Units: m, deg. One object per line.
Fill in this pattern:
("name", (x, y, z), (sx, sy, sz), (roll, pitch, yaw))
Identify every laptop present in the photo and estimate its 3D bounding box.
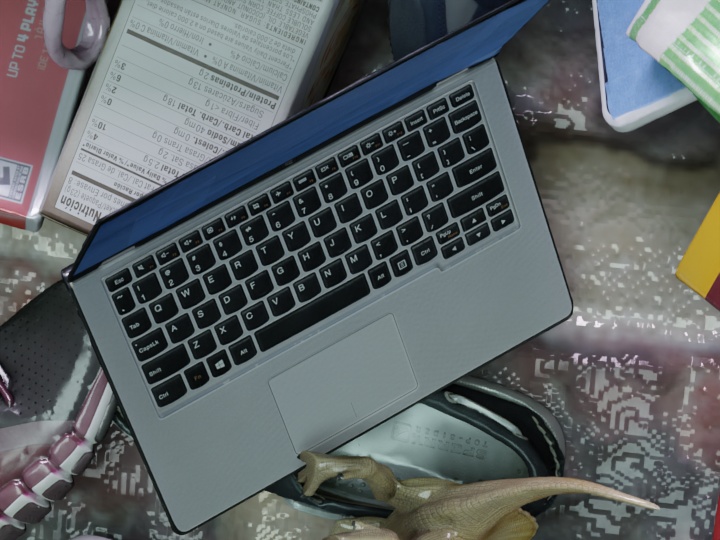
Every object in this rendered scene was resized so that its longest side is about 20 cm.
("laptop", (0.000, 0.000, 0.980), (0.187, 0.116, 0.201), (-28, 122, -13))

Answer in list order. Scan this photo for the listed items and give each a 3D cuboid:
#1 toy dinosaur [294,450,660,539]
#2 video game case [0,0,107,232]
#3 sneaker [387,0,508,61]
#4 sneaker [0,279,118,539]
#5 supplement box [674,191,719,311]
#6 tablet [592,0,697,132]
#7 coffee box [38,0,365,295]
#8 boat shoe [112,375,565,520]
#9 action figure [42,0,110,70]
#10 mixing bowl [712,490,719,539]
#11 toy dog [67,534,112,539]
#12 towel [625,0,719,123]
("toy dinosaur", (0.028, 0.098, 1.048), (0.101, 0.200, 0.059), (7, 63, -24))
("video game case", (-0.205, -0.106, 1.083), (0.199, 0.017, 0.144), (15, 68, -3))
("sneaker", (0.071, -0.160, 1.047), (0.082, 0.070, 0.201), (22, 104, 22))
("sneaker", (-0.187, 0.071, 1.107), (0.115, 0.076, 0.200), (27, 107, -40))
("supplement box", (0.259, -0.021, 0.962), (0.200, 0.132, 0.198), (42, 108, 46))
("tablet", (0.161, -0.141, 0.998), (0.199, 0.014, 0.131), (-23, 61, 40))
("coffee box", (-0.045, -0.105, 1.061), (0.079, 0.114, 0.201), (24, 103, 4))
("boat shoe", (-0.015, 0.062, 1.109), (0.199, 0.060, 0.076), (6, 99, 8))
("action figure", (-0.094, -0.201, 1.034), (0.200, 0.134, 0.149), (-41, 80, 0))
("mixing bowl", (0.202, 0.132, 0.989), (0.199, 0.200, 0.109), (30, 95, 4))
("toy dog", (-0.126, 0.219, 1.153), (0.132, 0.096, 0.200), (35, 88, 5))
("towel", (0.188, -0.089, 0.928), (0.200, 0.023, 0.153), (46, 114, 40))
